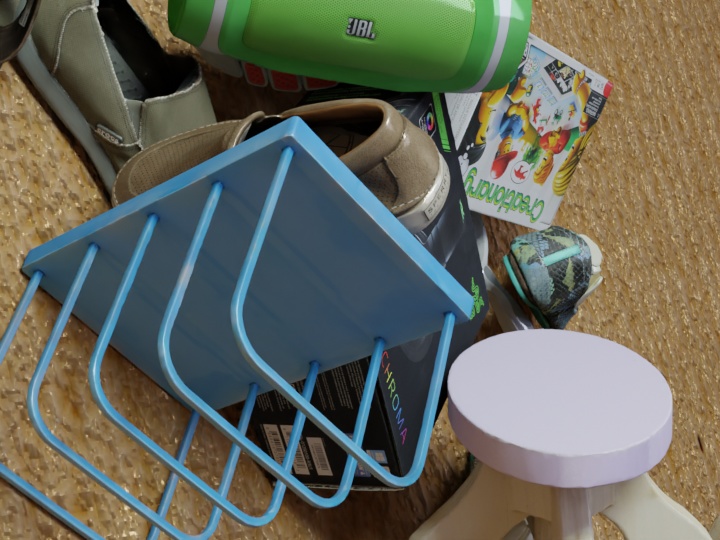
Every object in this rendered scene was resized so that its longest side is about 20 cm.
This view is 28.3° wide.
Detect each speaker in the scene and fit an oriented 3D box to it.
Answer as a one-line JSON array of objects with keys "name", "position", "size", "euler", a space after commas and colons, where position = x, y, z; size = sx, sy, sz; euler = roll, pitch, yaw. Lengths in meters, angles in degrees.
[{"name": "speaker", "position": [-0.006, -0.154, 0.815], "size": [0.197, 0.089, 0.090], "euler": [7, 61, -17]}]

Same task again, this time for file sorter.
[{"name": "file sorter", "position": [-0.071, 0.047, 0.691], "size": [0.139, 0.198, 0.124], "euler": [43, 43, -30]}]

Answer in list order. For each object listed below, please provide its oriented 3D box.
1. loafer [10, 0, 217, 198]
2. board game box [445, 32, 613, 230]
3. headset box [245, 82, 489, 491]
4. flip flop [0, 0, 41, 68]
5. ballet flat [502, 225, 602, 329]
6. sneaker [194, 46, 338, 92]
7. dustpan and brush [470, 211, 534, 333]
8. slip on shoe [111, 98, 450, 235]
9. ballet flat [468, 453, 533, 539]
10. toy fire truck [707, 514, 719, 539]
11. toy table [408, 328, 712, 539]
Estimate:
[{"name": "loafer", "position": [-0.116, -0.081, 0.815], "size": [0.201, 0.069, 0.076], "euler": [50, 37, -23]}, {"name": "board game box", "position": [0.110, -0.102, 1.030], "size": [0.199, 0.034, 0.128], "euler": [10, 106, -60]}, {"name": "headset box", "position": [0.000, 0.000, 0.862], "size": [0.201, 0.091, 0.176], "euler": [-57, 139, -52]}, {"name": "flip flop", "position": [-0.193, -0.146, 0.735], "size": [0.081, 0.057, 0.202], "euler": [52, 38, -49]}, {"name": "ballet flat", "position": [0.150, 0.005, 1.066], "size": [0.200, 0.073, 0.075], "euler": [19, 51, -81]}, {"name": "sneaker", "position": [-0.013, -0.165, 0.905], "size": [0.082, 0.197, 0.078], "euler": [-112, -160, -62]}, {"name": "dustpan and brush", "position": [0.065, -0.017, 1.036], "size": [0.202, 0.057, 0.140], "euler": [61, 34, -10]}, {"name": "slip on shoe", "position": [-0.052, -0.053, 0.724], "size": [0.061, 0.198, 0.077], "euler": [51, 53, -47]}, {"name": "ballet flat", "position": [0.099, 0.163, 0.964], "size": [0.068, 0.075, 0.201], "euler": [54, 36, -26]}, {"name": "toy fire truck", "position": [0.189, 0.232, 0.939], "size": [0.175, 0.198, 0.130], "euler": [-15, 83, -55]}, {"name": "toy table", "position": [0.116, 0.120, 0.830], "size": [0.200, 0.181, 0.119], "euler": [-55, 144, -72]}]
